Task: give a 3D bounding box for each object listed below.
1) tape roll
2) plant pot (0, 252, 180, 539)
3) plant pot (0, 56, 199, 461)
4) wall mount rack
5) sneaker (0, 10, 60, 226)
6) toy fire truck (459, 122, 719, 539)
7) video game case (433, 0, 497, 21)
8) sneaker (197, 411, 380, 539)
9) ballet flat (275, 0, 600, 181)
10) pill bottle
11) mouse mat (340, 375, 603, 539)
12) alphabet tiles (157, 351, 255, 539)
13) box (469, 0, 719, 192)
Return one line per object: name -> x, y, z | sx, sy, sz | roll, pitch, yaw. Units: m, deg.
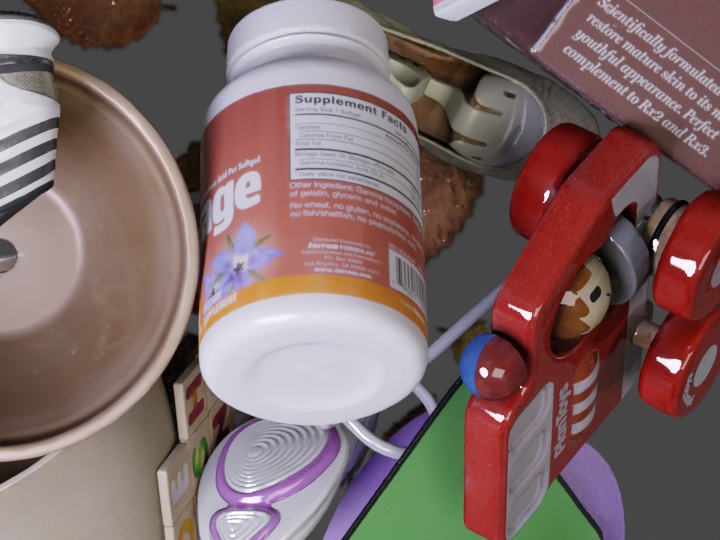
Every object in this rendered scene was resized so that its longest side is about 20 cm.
tape roll -> 0.064, 0.178, 1.465 | 0.200, 0.066, 0.200 | -21, 122, -38
plant pot -> -0.166, 0.124, 1.371 | 0.187, 0.187, 0.200 | -32, 128, -5
plant pot -> -0.181, -0.007, 1.258 | 0.201, 0.093, 0.201 | 0, 88, -5
wall mount rack -> 0.000, 0.000, 1.382 | 0.174, 0.200, 0.075 | -31, 162, -47
sneaker -> -0.236, -0.055, 1.168 | 0.200, 0.076, 0.115 | -4, 83, -5
toy fire truck -> 0.109, 0.031, 1.297 | 0.168, 0.112, 0.200 | -49, 155, -31
video game case -> 0.082, -0.242, 1.281 | 0.017, 0.143, 0.200 | 12, 67, -39
sneaker -> -0.028, 0.106, 1.400 | 0.075, 0.200, 0.100 | 8, 132, 20
ballet flat -> 0.038, -0.093, 1.386 | 0.200, 0.062, 0.067 | 22, 108, -8
pill bottle -> -0.025, -0.033, 1.271 | 0.112, 0.200, 0.112 | -1, 148, -1
mouse mat -> 0.057, 0.164, 1.399 | 0.161, 0.008, 0.200 | -53, 135, -15
alphabet tiles -> -0.074, 0.131, 1.404 | 0.008, 0.167, 0.200 | 3, 114, 17
box -> 0.162, -0.161, 1.350 | 0.166, 0.200, 0.164 | 34, 96, -24
